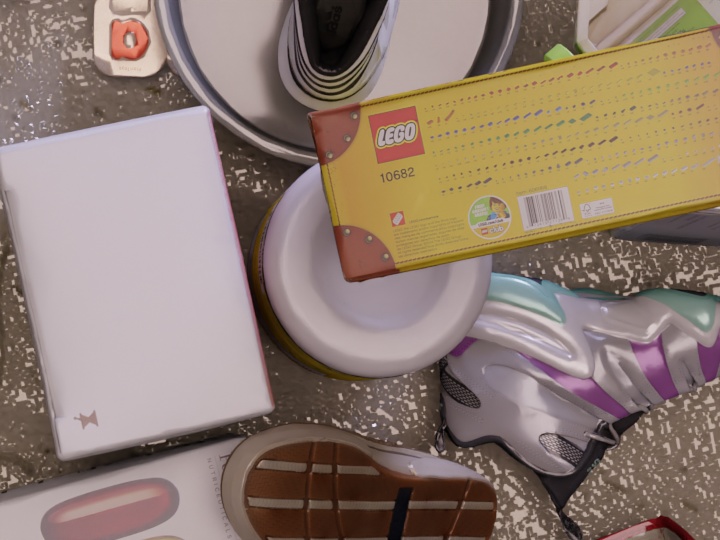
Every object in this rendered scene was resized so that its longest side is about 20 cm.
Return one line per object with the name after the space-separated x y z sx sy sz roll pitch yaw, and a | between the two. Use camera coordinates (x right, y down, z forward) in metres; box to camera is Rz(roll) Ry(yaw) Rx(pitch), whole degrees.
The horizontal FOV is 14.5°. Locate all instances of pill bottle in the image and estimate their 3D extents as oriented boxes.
0.000 0.000 1.453 0.112 0.200 0.113 0 88 -6 | pill bottle

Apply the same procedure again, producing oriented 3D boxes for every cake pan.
-0.012 -0.153 1.524 0.199 0.037 0.201 1 85 -6 | cake pan

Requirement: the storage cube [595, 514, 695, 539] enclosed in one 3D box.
0.123 0.248 1.459 0.170 0.200 0.181 -21 93 -2 | storage cube

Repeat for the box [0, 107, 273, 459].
-0.116 0.010 1.433 0.106 0.200 0.153 -12 89 -7 | box

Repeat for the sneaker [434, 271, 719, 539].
0.136 0.078 1.533 0.199 0.078 0.141 5 88 4 | sneaker

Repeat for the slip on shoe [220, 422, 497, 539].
-0.010 0.114 1.462 0.200 0.060 0.076 8 99 -49 | slip on shoe

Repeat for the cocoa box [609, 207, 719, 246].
0.212 -0.084 1.479 0.133 0.200 0.132 4 86 -3 | cocoa box

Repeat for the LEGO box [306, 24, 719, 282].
0.089 -0.053 1.268 0.199 0.149 0.078 -12 90 7 | LEGO box

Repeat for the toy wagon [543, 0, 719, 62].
0.192 -0.096 1.359 0.155 0.040 0.200 -40 87 -1 | toy wagon

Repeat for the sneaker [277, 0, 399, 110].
0.008 -0.185 1.452 0.075 0.115 0.202 12 84 -5 | sneaker

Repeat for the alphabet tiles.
-0.084 -0.201 1.547 0.199 0.015 0.197 0 85 -6 | alphabet tiles

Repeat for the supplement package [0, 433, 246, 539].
-0.144 0.162 1.476 0.199 0.110 0.114 -16 90 -7 | supplement package
